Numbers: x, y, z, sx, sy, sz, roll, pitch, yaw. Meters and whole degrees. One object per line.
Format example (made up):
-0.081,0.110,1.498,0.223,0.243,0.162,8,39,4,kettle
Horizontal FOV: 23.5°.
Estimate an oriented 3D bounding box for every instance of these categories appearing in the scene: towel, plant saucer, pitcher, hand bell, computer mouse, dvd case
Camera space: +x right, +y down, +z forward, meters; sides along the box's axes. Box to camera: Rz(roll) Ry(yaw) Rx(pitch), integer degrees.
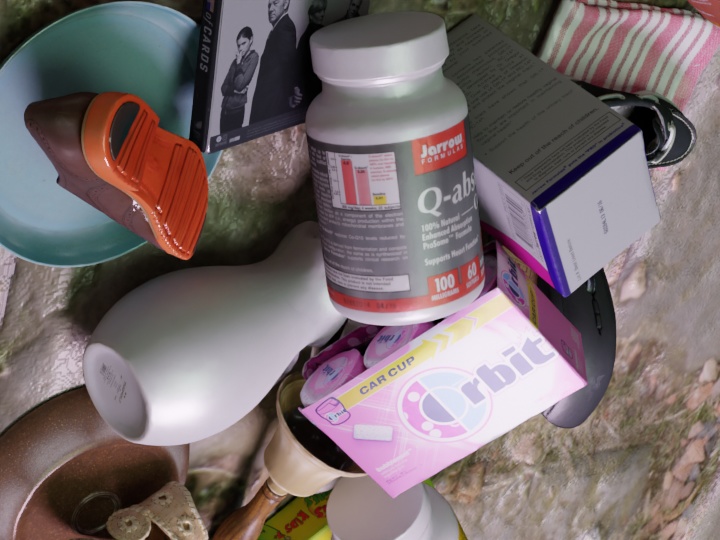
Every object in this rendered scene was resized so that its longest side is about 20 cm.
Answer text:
0.214,-0.154,1.458,0.200,0.030,0.147,0,120,-40,towel
-0.179,-0.095,1.174,0.200,0.027,0.201,-22,132,-26,plant saucer
-0.109,0.065,1.302,0.200,0.121,0.172,-28,151,-37,pitcher
-0.213,0.180,1.350,0.200,0.037,0.201,-22,133,-25,plant saucer
-0.074,0.186,1.441,0.104,0.104,0.200,4,137,-42,hand bell
0.158,0.021,1.388,0.140,0.046,0.201,17,75,-37,computer mouse
-0.048,-0.189,1.190,0.150,0.025,0.200,-22,132,-43,dvd case

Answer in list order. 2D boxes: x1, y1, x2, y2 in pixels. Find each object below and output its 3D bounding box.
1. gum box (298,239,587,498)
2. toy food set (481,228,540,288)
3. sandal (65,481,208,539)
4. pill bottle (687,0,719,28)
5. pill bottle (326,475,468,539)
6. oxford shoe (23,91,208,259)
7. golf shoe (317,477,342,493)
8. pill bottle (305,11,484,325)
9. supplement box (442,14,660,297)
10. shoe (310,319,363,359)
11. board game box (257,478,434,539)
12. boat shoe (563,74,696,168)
0.059,0.081,1.327,0.200,0.066,0.114,-34,117,22,gum box
0.114,0.004,1.417,0.198,0.049,0.201,6,82,-38,toy food set
-0.148,0.199,1.354,0.212,0.077,0.070,21,86,-53,sandal
0.272,-0.274,1.351,0.200,0.112,0.112,28,101,-48,pill bottle
0.040,0.251,1.486,0.112,0.112,0.200,-37,138,-12,pill bottle
-0.157,-0.066,1.158,0.200,0.072,0.071,59,44,-61,oxford shoe
0.021,0.121,1.456,0.200,0.097,0.078,-53,140,9,golf shoe
0.022,-0.072,1.219,0.116,0.116,0.201,-20,115,-28,pill bottle
0.117,-0.090,1.297,0.103,0.200,0.101,-37,139,-13,supplement box
0.000,0.000,1.363,0.053,0.070,0.200,-14,129,-36,shoe
-0.025,0.238,1.542,0.200,0.048,0.102,-38,138,-10,board game box
0.222,-0.112,1.427,0.200,0.060,0.076,2,112,-44,boat shoe
